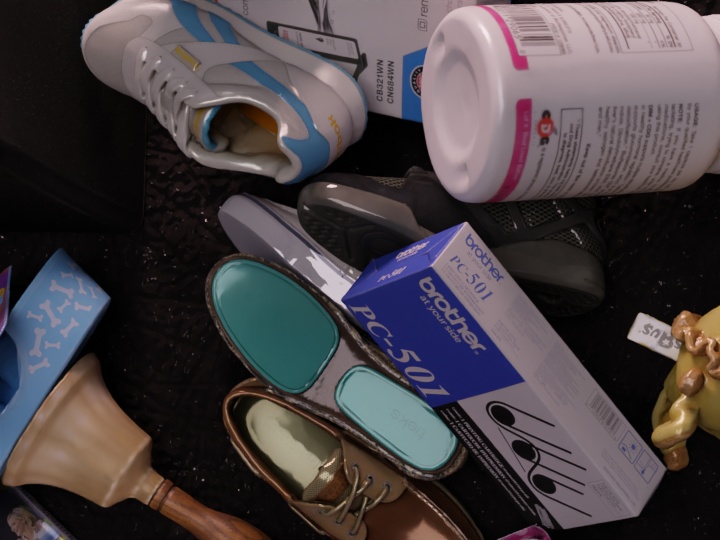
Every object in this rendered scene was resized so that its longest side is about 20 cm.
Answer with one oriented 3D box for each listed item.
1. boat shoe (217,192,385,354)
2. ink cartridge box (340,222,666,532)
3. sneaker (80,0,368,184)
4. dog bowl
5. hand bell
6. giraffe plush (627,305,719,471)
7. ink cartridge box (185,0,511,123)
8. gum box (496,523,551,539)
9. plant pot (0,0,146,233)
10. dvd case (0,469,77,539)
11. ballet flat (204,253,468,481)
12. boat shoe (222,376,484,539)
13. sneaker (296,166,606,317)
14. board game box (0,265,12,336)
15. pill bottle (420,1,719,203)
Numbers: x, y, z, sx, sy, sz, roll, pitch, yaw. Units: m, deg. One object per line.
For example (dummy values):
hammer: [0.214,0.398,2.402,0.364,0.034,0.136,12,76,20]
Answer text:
boat shoe: [0.000,0.000,1.204,0.200,0.071,0.070,34,69,19]
ink cartridge box: [0.086,0.069,1.112,0.200,0.044,0.094,51,144,-14]
sneaker: [-0.098,-0.115,1.154,0.199,0.081,0.077,21,131,23]
dog bowl: [-0.233,0.081,1.230,0.049,0.111,0.201,32,84,-4]
hand bell: [-0.125,0.153,1.224,0.200,0.104,0.104,34,95,3]
giraffe plush: [0.242,0.057,1.073,0.199,0.162,0.174,8,88,16]
ink cartridge box: [-0.009,-0.185,1.171,0.199,0.084,0.147,13,126,18]
gum box: [0.055,0.251,1.139,0.199,0.066,0.114,-27,105,12]
plant pot: [-0.266,-0.134,1.227,0.199,0.177,0.201,0,85,17]
dvd case: [-0.260,0.220,1.277,0.200,0.018,0.143,41,97,14]
ballet flat: [-0.016,0.064,1.183,0.200,0.075,0.068,37,89,3]
boat shoe: [-0.013,0.140,1.185,0.200,0.074,0.076,34,95,16]
sneaker: [0.060,-0.046,1.158,0.198,0.076,0.115,11,63,-8]
board game box: [-0.288,0.066,1.209,0.039,0.200,0.158,34,100,-18]
pill bottle: [0.146,-0.101,1.100,0.199,0.113,0.114,-4,83,-20]
